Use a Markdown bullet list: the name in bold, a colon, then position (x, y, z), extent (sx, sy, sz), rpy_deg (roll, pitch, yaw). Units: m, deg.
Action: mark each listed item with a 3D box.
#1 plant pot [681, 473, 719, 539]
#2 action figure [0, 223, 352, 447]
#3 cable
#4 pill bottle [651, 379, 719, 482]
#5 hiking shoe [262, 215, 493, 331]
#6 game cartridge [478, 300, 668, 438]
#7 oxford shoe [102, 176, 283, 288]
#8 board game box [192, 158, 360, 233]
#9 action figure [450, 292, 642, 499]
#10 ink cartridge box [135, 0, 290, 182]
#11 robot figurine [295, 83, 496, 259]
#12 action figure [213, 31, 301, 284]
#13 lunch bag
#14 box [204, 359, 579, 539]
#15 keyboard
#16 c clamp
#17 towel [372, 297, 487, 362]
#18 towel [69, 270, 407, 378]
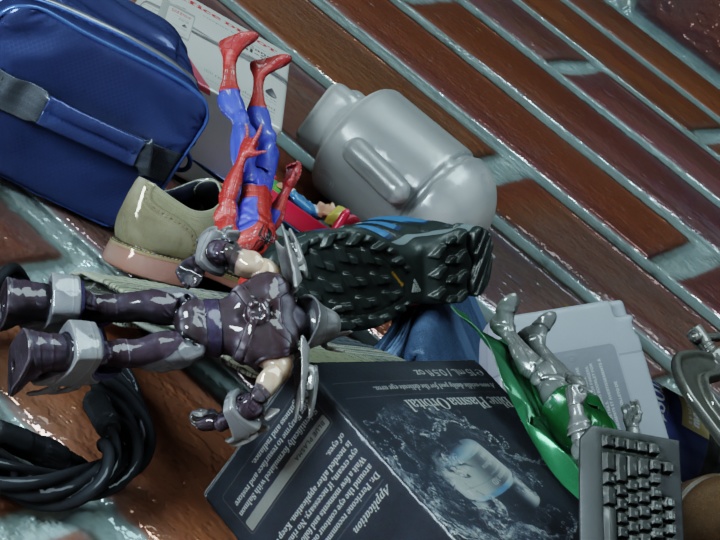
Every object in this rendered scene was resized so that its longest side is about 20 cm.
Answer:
- **plant pot**: position (0.295, 0.199, 1.214), extent (0.200, 0.198, 0.201), rpy_deg (23, 51, -32)
- **action figure**: position (-0.100, 0.032, 1.062), extent (0.200, 0.069, 0.130), rpy_deg (0, 56, -18)
- **cable**: position (-0.186, 0.064, 1.092), extent (0.163, 0.051, 0.200), rpy_deg (39, 21, 11)
- **pill bottle**: position (0.205, 0.137, 1.428), extent (0.200, 0.112, 0.112), rpy_deg (28, 22, -15)
- **hiking shoe**: position (0.000, 0.000, 1.345), extent (0.200, 0.075, 0.087), rpy_deg (-2, 9, -40)
- **game cartridge**: position (0.155, 0.124, 1.322), extent (0.133, 0.040, 0.200), rpy_deg (-6, 74, -32)
- **oxford shoe**: position (-0.097, -0.026, 1.367), extent (0.071, 0.074, 0.200), rpy_deg (22, 9, 35)
- **board game box**: position (-0.040, -0.044, 1.460), extent (0.200, 0.039, 0.158), rpy_deg (36, -2, -26)
- **action figure**: position (0.141, 0.099, 1.186), extent (0.118, 0.055, 0.200), rpy_deg (21, 28, -43)
- **ink cartridge box**: position (-0.142, -0.155, 1.586), extent (0.146, 0.083, 0.200), rpy_deg (29, 21, -12)
- **robot figurine**: position (0.038, -0.079, 1.647), extent (0.200, 0.113, 0.170), rpy_deg (41, 14, 18)
- **action figure**: position (-0.075, -0.071, 1.336), extent (0.065, 0.052, 0.200), rpy_deg (34, 51, -53)
- **lunch bag**: position (-0.205, -0.122, 1.349), extent (0.200, 0.136, 0.132), rpy_deg (25, 23, -27)
- **box**: position (0.050, 0.160, 1.144), extent (0.200, 0.118, 0.197), rpy_deg (47, 24, 27)
- **keyboard**: position (0.178, 0.194, 1.083), extent (0.127, 0.021, 0.200), rpy_deg (14, 67, -33)
- **c clamp**: position (0.303, 0.120, 1.434), extent (0.171, 0.027, 0.200), rpy_deg (8, 46, -59)
- **towel**: position (0.059, 0.072, 1.405), extent (0.112, 0.048, 0.200), rpy_deg (66, 17, -12)
- **towel**: position (-0.069, 0.048, 1.231), extent (0.192, 0.035, 0.200), rpy_deg (20, 4, 33)
